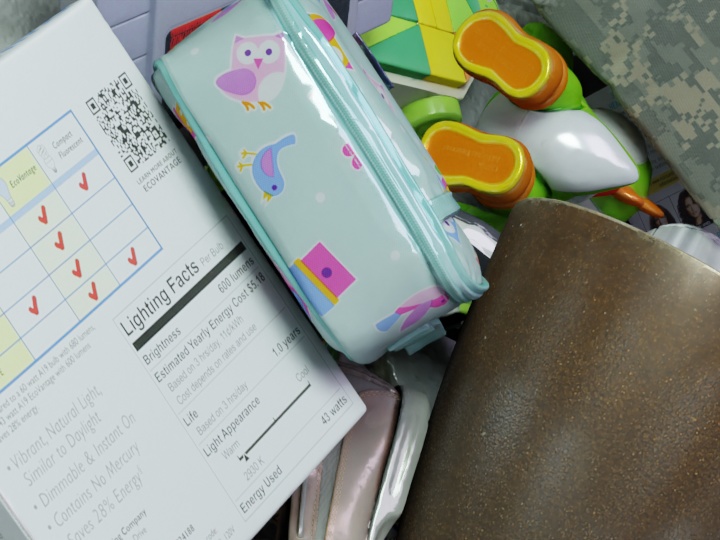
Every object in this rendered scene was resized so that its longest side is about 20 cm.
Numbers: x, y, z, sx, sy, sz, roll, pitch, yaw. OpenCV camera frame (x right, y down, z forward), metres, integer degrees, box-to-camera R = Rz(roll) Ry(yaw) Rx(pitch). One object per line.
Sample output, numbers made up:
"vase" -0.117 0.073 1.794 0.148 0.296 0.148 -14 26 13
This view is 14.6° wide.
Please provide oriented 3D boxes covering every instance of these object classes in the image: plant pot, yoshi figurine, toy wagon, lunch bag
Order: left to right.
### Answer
"lunch bag" -0.009 -0.038 1.160 0.161 0.077 0.200 56 4 0
"toy wagon" 0.015 -0.145 1.429 0.199 0.039 0.156 9 62 -48
"yoshi figurine" 0.080 -0.066 1.402 0.200 0.112 0.113 23 45 -65
"plant pot" 0.094 0.103 1.215 0.187 0.187 0.201 38 79 -30
"lunch bag" 0.189 -0.140 1.445 0.164 0.117 0.200 49 26 -9

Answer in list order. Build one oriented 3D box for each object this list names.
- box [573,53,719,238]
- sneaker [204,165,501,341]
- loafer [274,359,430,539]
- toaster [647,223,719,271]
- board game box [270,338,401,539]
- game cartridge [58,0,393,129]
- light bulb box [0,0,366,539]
"box" 0.190 -0.044 1.547 0.049 0.082 0.201 -18 83 -55
"sneaker" 0.000 0.000 1.309 0.200 0.072 0.083 35 56 -25
"loafer" -0.028 0.128 1.179 0.063 0.072 0.201 26 58 -11
"toaster" 0.166 0.074 1.417 0.200 0.113 0.129 49 36 -15
"board game box" 0.017 0.118 1.281 0.200 0.030 0.096 47 39 -17
"game cartridge" -0.052 -0.136 1.250 0.200 0.038 0.130 -28 132 -40
"light bulb box" -0.132 0.038 1.059 0.201 0.124 0.198 56 37 -8
